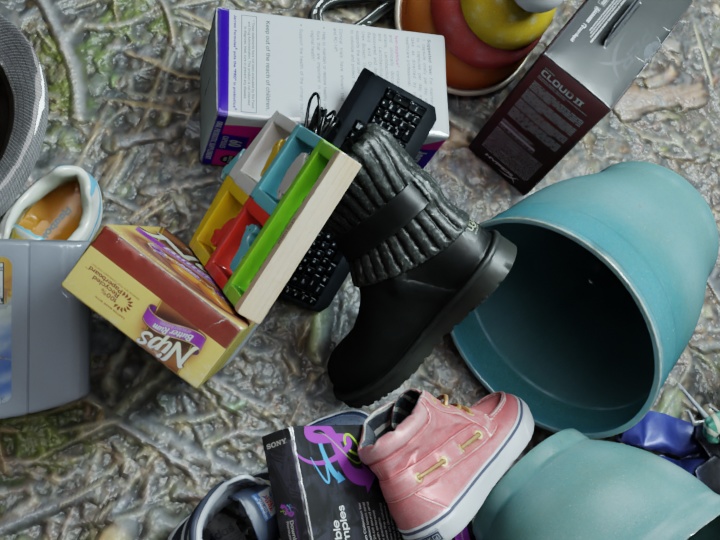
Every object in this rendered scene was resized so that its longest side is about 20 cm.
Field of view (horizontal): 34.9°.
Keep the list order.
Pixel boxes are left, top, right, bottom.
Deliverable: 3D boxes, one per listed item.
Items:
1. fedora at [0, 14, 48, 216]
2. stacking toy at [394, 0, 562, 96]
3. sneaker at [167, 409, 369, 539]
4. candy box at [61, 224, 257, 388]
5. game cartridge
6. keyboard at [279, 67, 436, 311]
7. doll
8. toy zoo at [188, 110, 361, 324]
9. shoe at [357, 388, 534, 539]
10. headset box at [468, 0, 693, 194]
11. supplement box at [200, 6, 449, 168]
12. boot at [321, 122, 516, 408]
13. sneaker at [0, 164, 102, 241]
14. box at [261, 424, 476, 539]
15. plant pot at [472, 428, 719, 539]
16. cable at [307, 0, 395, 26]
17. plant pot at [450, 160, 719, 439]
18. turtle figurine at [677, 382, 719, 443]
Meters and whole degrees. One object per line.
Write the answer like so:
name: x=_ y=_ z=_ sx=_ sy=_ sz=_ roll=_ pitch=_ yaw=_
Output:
fedora: x=-0.334 y=-0.106 z=0.893 sx=0.176 sy=0.090 sz=0.201 roll=17 pitch=78 yaw=-7
stacking toy: x=0.124 y=-0.232 z=0.999 sx=0.146 sy=0.200 sz=0.147 roll=-1 pitch=94 yaw=-17
sneaker: x=-0.053 y=0.166 z=0.866 sx=0.200 sy=0.109 sz=0.070 roll=-33 pitch=82 yaw=-23
candy box: x=-0.136 y=0.021 z=0.846 sx=0.117 sy=0.200 sz=0.057 roll=38 pitch=90 yaw=-1
game cartridge: x=-0.296 y=0.042 z=0.826 sx=0.199 sy=0.042 sz=0.134 roll=1 pitch=90 yaw=-5
keyboard: x=-0.021 y=-0.063 z=0.929 sx=0.104 sy=0.040 sz=0.200 roll=25 pitch=101 yaw=-21
doll: x=0.302 y=0.175 z=0.998 sx=0.199 sy=0.048 sz=0.137 roll=15 pitch=58 yaw=-17
toy zoo: x=-0.073 y=-0.050 z=0.857 sx=0.020 sy=0.200 sz=0.131 roll=32 pitch=94 yaw=-26
shoe: x=0.068 y=0.122 z=0.878 sx=0.091 sy=0.071 sz=0.200 roll=59 pitch=34 yaw=-6
headset box: x=0.195 y=-0.175 z=1.011 sx=0.075 sy=0.200 sz=0.149 roll=39 pitch=66 yaw=0
supplement box: x=-0.033 y=-0.148 z=0.990 sx=0.199 sy=0.101 sz=0.104 roll=2 pitch=70 yaw=-15
boot: x=0.001 y=-0.002 z=0.891 sx=0.158 sy=0.211 sz=0.080 roll=36 pitch=28 yaw=-12
sneaker: x=-0.269 y=0.004 z=0.878 sx=0.076 sy=0.081 sz=0.200 roll=29 pitch=71 yaw=-5
box: x=0.015 y=0.188 z=0.863 sx=0.200 sy=0.036 sz=0.144 roll=10 pitch=63 yaw=-52
plant pot: x=0.172 y=0.209 z=0.885 sx=0.200 sy=0.201 sz=0.134 roll=-32 pitch=58 yaw=-24
cable: x=0.039 y=-0.268 z=1.100 sx=0.200 sy=0.050 sz=0.097 roll=-42 pitch=103 yaw=-12
plant pot: x=0.203 y=0.006 z=0.962 sx=0.200 sy=0.200 sz=0.188 roll=49 pitch=51 yaw=5
turtle figurine: x=0.360 y=0.121 z=0.978 sx=0.149 sy=0.101 sz=0.200 roll=-7 pitch=60 yaw=-36
